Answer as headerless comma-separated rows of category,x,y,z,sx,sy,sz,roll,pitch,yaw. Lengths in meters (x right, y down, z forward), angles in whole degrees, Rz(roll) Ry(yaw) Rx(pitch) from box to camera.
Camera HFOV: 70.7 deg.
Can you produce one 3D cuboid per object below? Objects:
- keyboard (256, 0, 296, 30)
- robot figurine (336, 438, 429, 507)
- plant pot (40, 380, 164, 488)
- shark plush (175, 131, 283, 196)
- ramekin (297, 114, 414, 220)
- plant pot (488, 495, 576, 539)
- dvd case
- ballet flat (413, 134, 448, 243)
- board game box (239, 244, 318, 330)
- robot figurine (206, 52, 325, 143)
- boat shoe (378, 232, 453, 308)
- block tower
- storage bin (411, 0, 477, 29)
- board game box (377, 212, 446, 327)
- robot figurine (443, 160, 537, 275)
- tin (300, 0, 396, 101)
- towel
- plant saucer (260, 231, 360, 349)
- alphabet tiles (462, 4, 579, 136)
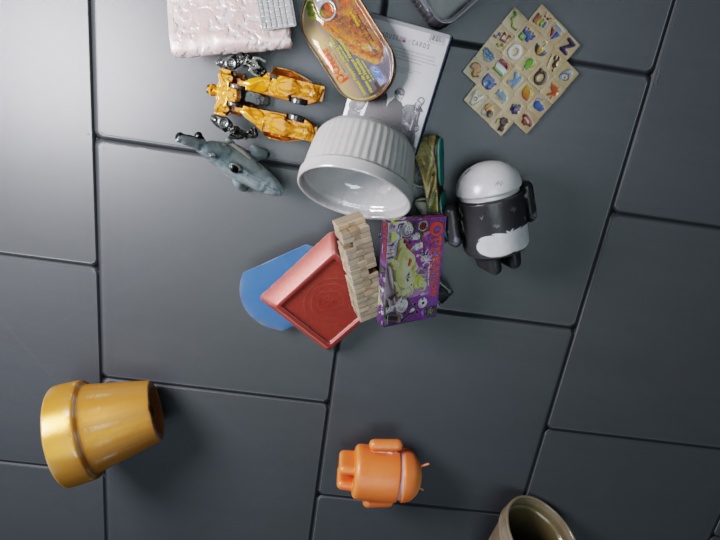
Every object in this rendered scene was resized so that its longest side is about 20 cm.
keyboard,-0.147,-0.486,0.801,0.056,0.011,0.202,-10,96,-1
robot figurine,0.048,0.447,1.118,0.198,0.117,0.145,6,70,-3
plant pot,-0.508,0.310,1.033,0.181,0.200,0.202,-13,110,-12
shark plush,-0.217,-0.193,0.874,0.091,0.083,0.200,-43,138,6
ramekin,0.000,-0.173,0.863,0.198,0.200,0.106,16,75,-6
plant pot,0.374,0.658,1.171,0.198,0.201,0.174,24,123,-9
dvd case,0.058,-0.319,0.878,0.149,0.025,0.202,21,107,11
ballet flat,0.129,-0.149,0.945,0.070,0.071,0.202,-9,110,2
board game box,-0.137,0.029,1.008,0.198,0.039,0.159,-24,122,2
robot figurine,-0.167,-0.294,0.888,0.198,0.058,0.146,12,108,-6
boat shoe,0.112,-0.011,0.983,0.068,0.074,0.200,-39,108,5
block tower,0.000,0.000,0.927,0.057,0.054,0.202,-20,118,-11
storage bin,0.164,-0.503,0.803,0.199,0.094,0.135,-39,105,11
board game box,0.091,0.000,0.921,0.119,0.032,0.202,-11,116,-27
robot figurine,0.240,-0.098,0.930,0.124,0.150,0.202,2,115,37
tin,-0.019,-0.379,0.851,0.111,0.042,0.201,-31,95,16
towel,-0.217,-0.452,0.825,0.198,0.032,0.193,-4,95,1
plant saucer,-0.058,0.056,0.996,0.200,0.037,0.199,-41,120,11
alphabet tiles,0.285,-0.352,0.903,0.166,0.006,0.200,37,104,-13
